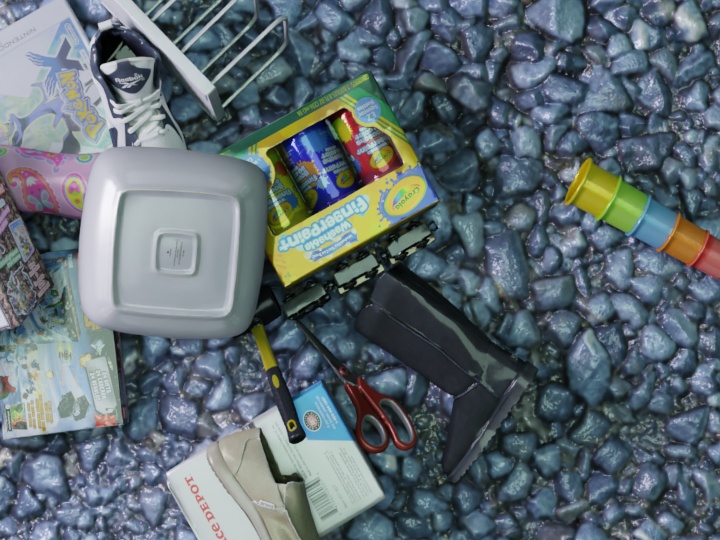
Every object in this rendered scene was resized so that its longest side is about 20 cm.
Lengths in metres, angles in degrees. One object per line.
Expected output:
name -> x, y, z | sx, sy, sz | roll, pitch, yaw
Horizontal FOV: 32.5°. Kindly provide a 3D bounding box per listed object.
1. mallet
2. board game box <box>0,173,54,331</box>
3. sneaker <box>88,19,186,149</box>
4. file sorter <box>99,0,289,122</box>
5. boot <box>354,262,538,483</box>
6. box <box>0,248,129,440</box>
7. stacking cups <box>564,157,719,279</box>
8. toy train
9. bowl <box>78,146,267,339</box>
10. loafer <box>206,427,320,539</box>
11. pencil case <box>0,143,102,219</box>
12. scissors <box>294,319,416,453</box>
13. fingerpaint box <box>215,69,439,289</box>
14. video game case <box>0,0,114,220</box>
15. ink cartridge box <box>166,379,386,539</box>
mallet -> -0.106, 0.106, 1.338 | 0.065, 0.041, 0.202 | -20, 52, 5
board game box -> -0.443, -0.031, 1.284 | 0.158, 0.097, 0.202 | -14, 112, 16
sneaker -> -0.242, -0.181, 1.333 | 0.079, 0.130, 0.202 | -16, 86, -7
file sorter -> -0.189, -0.289, 1.357 | 0.125, 0.139, 0.200 | -45, 88, -5
boot -> 0.073, 0.114, 1.370 | 0.199, 0.066, 0.166 | 35, 105, 7
box -> -0.338, 0.080, 1.381 | 0.135, 0.040, 0.203 | -6, 87, 0
stacking cups -> 0.332, -0.058, 1.392 | 0.198, 0.061, 0.061 | 26, 87, -1
toy train -> 0.000, 0.000, 1.389 | 0.199, 0.046, 0.034 | -30, 80, -1
bowl -> -0.194, -0.022, 1.288 | 0.197, 0.075, 0.203 | 5, 100, -11
loafer -> -0.079, 0.246, 1.274 | 0.068, 0.076, 0.201 | -38, 89, 3
pencil case -> -0.352, -0.099, 1.344 | 0.197, 0.087, 0.089 | 7, 87, 4
scissors -> -0.007, 0.122, 1.383 | 0.073, 0.014, 0.201 | -14, 59, -33
fingerpaint box -> -0.036, -0.100, 1.379 | 0.198, 0.073, 0.168 | -28, 87, -2
video game case -> -0.367, -0.181, 1.405 | 0.181, 0.022, 0.201 | -30, 88, -2
ink cartridge box -> -0.092, 0.232, 1.354 | 0.199, 0.084, 0.147 | -30, 88, -2
